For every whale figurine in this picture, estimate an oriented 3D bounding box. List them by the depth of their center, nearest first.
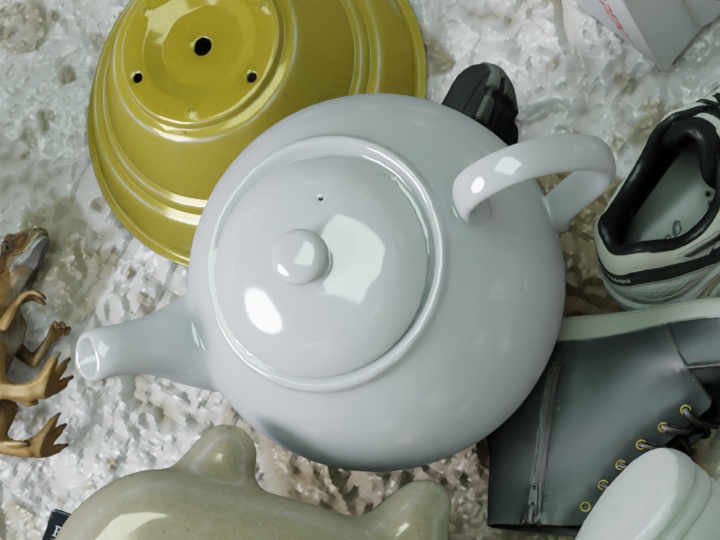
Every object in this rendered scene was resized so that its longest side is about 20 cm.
[{"bbox_3d":[-0.052,0.153,1.339,0.199,0.104,0.160,-11,82,-8],"label":"whale figurine"}]

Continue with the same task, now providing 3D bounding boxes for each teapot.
[{"bbox_3d":[0.000,0.000,1.345,0.197,0.146,0.201,24,90,21],"label":"teapot"}]

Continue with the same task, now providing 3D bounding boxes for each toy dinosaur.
[{"bbox_3d":[-0.212,0.066,1.517,0.106,0.061,0.200,20,56,26],"label":"toy dinosaur"}]

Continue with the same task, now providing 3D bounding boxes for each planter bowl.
[{"bbox_3d":[-0.071,-0.106,1.514,0.200,0.083,0.201,-6,70,18],"label":"planter bowl"}]

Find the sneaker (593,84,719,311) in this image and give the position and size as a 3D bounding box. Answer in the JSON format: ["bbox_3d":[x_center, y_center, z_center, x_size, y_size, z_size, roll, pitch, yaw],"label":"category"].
[{"bbox_3d":[0.191,-0.063,1.400,0.076,0.088,0.200,35,85,28],"label":"sneaker"}]

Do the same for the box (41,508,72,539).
[{"bbox_3d":[-0.082,0.218,1.409,0.199,0.079,0.142,16,79,25],"label":"box"}]

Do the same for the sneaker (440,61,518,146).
[{"bbox_3d":[0.014,-0.023,1.459,0.079,0.075,0.201,23,81,28],"label":"sneaker"}]

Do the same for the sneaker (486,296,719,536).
[{"bbox_3d":[0.153,0.075,1.382,0.199,0.075,0.107,-7,74,28],"label":"sneaker"}]

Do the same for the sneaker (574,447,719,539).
[{"bbox_3d":[0.115,0.179,1.360,0.200,0.088,0.075,-45,25,20],"label":"sneaker"}]

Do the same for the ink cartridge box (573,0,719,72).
[{"bbox_3d":[0.117,-0.233,1.452,0.200,0.147,0.145,42,89,26],"label":"ink cartridge box"}]
